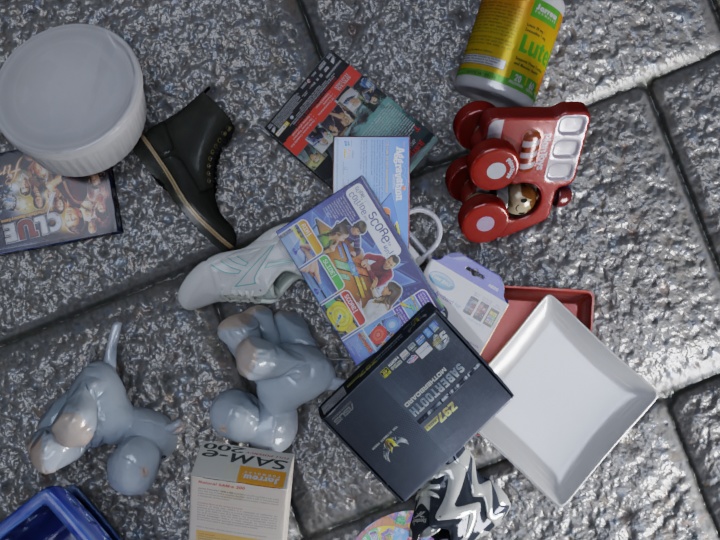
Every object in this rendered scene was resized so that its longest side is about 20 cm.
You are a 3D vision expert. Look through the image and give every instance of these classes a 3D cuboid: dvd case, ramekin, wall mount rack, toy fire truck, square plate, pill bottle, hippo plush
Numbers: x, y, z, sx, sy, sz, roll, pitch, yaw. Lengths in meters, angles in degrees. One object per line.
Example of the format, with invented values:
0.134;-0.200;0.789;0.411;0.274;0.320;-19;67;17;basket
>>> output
-0.015;-0.183;1.605;0.200;0.022;0.146;40;90;19;dvd case
-0.374;-0.216;1.577;0.199;0.094;0.205;-3;65;7;ramekin
0.008;-0.026;1.603;0.200;0.075;0.174;-42;91;0;wall mount rack
0.205;-0.127;1.559;0.165;0.113;0.202;-1;129;-9;toy fire truck
0.254;0.170;1.573;0.198;0.028;0.200;42;89;3;square plate
0.205;-0.320;1.584;0.110;0.111;0.203;19;89;2;pill bottle
-0.116;0.154;1.580;0.198;0.160;0.162;19;112;-19;hippo plush
-0.330;0.216;1.578;0.160;0.201;0.159;37;130;-15;hippo plush

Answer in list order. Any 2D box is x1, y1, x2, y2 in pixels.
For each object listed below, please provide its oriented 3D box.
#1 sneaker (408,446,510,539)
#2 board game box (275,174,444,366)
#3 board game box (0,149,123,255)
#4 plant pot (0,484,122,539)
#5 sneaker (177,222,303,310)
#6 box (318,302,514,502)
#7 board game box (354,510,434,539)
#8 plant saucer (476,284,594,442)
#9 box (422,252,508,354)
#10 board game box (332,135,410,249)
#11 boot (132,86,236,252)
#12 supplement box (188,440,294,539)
0.090;0.286;1.565;0.130;0.079;0.200;-44;98;-28;sneaker
0.000;0.000;1.528;0.134;0.034;0.202;-31;88;4;board game box
-0.433;-0.100;1.631;0.197;0.035;0.138;-11;88;1;board game box
-0.393;0.403;1.540;0.200;0.180;0.201;-41;88;-1;plant pot
-0.152;0.011;1.589;0.198;0.070;0.081;-26;69;8;sneaker
0.070;0.166;1.499;0.200;0.051;0.158;-42;106;2;box
0.068;0.427;1.597;0.157;0.039;0.201;-38;87;0;board game box
0.209;0.122;1.607;0.196;0.037;0.203;3;87;2;plant saucer
0.106;0.078;1.562;0.118;0.041;0.202;30;96;3;box
0.014;-0.073;1.555;0.101;0.019;0.203;1;90;6;board game box
-0.200;-0.137;1.610;0.138;0.077;0.201;-40;89;-5;boot
-0.156;0.328;1.547;0.124;0.074;0.202;8;120;2;supplement box
